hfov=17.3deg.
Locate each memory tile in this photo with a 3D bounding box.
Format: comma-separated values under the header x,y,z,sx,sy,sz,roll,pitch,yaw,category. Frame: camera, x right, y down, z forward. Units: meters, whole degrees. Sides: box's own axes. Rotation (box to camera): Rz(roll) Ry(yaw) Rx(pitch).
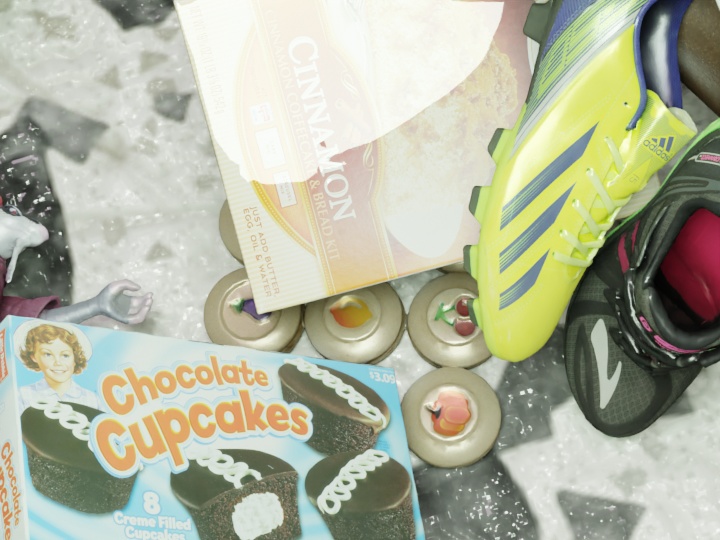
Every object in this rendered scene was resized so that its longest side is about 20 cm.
x,y,z,sx,sy,sz,roll,pitch,yaw,category
0.000,0.000,1.178,0.153,0.017,0.200,2,71,8,memory tile

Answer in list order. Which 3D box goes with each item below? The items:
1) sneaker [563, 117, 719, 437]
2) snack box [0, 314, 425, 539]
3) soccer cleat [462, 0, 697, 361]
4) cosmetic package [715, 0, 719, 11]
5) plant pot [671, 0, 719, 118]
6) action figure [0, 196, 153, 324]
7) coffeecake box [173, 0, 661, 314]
x,y,z,sx,sy,sz,roll,pitch,yaw,category
0.138,0.012,1.068,0.077,0.200,0.084,28,46,5,sneaker
-0.068,0.089,1.057,0.200,0.037,0.116,9,55,-29,snack box
0.103,-0.050,1.053,0.084,0.065,0.201,18,98,18,soccer cleat
0.234,-0.100,0.969,0.151,0.052,0.200,-24,67,16,cosmetic package
0.249,-0.107,1.091,0.198,0.200,0.200,42,79,19,plant pot
-0.200,0.028,1.132,0.149,0.200,0.134,-37,108,23,action figure
0.028,-0.080,1.127,0.200,0.073,0.154,-15,94,-1,coffeecake box
